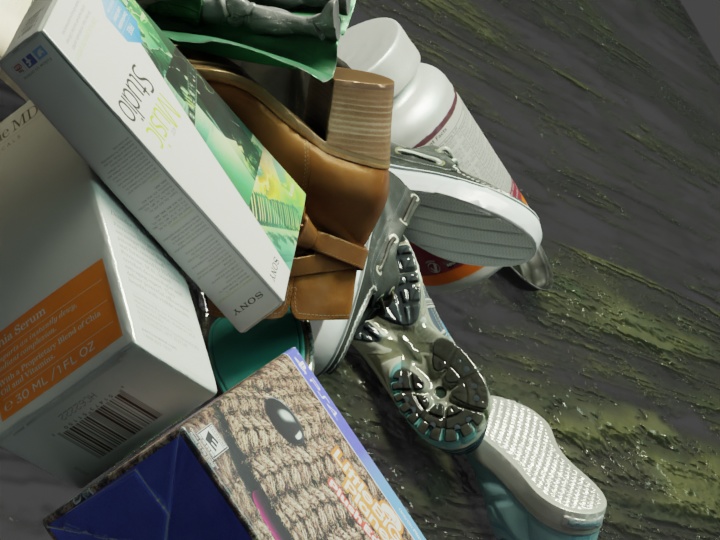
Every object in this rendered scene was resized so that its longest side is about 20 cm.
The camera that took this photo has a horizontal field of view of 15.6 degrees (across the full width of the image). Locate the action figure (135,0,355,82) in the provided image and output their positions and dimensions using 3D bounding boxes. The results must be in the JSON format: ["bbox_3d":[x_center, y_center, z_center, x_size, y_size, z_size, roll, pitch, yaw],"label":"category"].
[{"bbox_3d":[-0.107,-0.164,1.551,0.118,0.200,0.055,-72,165,-54],"label":"action figure"}]

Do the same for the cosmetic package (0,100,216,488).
[{"bbox_3d":[-0.155,0.004,1.412,0.071,0.101,0.200,36,26,-44],"label":"cosmetic package"}]

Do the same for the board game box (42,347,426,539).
[{"bbox_3d":[-0.056,0.150,1.414,0.159,0.097,0.200,56,18,0],"label":"board game box"}]

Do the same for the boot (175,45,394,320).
[{"bbox_3d":[-0.081,-0.051,1.572,0.200,0.155,0.077,5,14,-21],"label":"boot"}]

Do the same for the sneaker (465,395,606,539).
[{"bbox_3d":[0.108,0.158,1.890,0.074,0.082,0.200,6,22,-21],"label":"sneaker"}]

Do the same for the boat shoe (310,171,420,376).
[{"bbox_3d":[0.000,0.000,1.785,0.057,0.069,0.200,31,44,-15],"label":"boat shoe"}]

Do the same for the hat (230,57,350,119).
[{"bbox_3d":[-0.046,-0.108,1.778,0.201,0.081,0.201,0,90,-55],"label":"hat"}]

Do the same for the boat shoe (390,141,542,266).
[{"bbox_3d":[0.043,-0.063,1.901,0.072,0.200,0.071,89,25,-48],"label":"boat shoe"}]

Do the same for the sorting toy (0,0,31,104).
[{"bbox_3d":[-0.175,-0.168,1.622,0.180,0.107,0.200,32,66,-28],"label":"sorting toy"}]

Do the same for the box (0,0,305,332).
[{"bbox_3d":[-0.109,-0.075,1.446,0.200,0.036,0.144,50,19,-18],"label":"box"}]

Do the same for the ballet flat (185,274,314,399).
[{"bbox_3d":[-0.069,0.031,1.649,0.072,0.072,0.200,35,28,-47],"label":"ballet flat"}]

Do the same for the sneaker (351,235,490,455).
[{"bbox_3d":[0.027,0.050,1.869,0.200,0.078,0.086,62,-2,23],"label":"sneaker"}]

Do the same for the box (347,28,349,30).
[{"bbox_3d":[-0.022,-0.155,2.123,0.200,0.041,0.119,55,18,4],"label":"box"}]

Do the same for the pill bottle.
[{"bbox_3d":[0.040,-0.088,2.008,0.200,0.110,0.110,55,16,-27],"label":"pill bottle"}]

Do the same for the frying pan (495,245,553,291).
[{"bbox_3d":[0.103,-0.040,2.250,0.190,0.031,0.115,30,31,-46],"label":"frying pan"}]
